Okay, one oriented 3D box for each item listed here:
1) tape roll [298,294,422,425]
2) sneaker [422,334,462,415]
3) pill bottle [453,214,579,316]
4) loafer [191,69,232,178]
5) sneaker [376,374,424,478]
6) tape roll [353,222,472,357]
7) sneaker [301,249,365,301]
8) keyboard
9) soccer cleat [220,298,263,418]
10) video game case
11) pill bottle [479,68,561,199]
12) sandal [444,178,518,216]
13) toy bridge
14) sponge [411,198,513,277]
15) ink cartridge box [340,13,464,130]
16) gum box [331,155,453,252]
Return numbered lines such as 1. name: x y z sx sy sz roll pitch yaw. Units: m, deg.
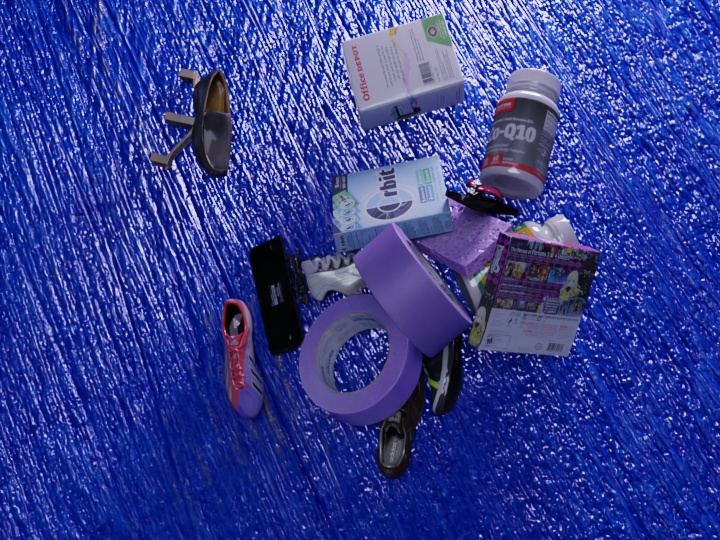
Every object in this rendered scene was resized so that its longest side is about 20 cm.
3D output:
1. tape roll: -0.001 0.144 1.313 0.196 0.066 0.204 -13 59 22
2. sneaker: 0.124 0.140 1.346 0.081 0.072 0.204 -1 70 23
3. pill bottle: 0.259 -0.012 1.339 0.197 0.113 0.114 -25 73 0
4. loafer: -0.269 -0.271 1.479 0.072 0.072 0.204 -2 73 -31
5. sneaker: 0.066 0.235 1.313 0.069 0.076 0.204 4 76 8
6. tape roll: 0.081 0.030 1.251 0.085 0.200 0.201 -39 74 9
7. sneaker: 0.000 0.000 1.394 0.196 0.075 0.083 -11 93 1
8. keyboard: -0.131 0.041 1.418 0.103 0.039 0.204 -21 73 25
9. soccer cleat: -0.206 0.148 1.366 0.065 0.077 0.204 -9 74 4
10. video game case: 0.275 0.042 1.268 0.197 0.036 0.185 6 105 -31
11. pill bottle: 0.281 -0.237 1.397 0.112 0.114 0.204 13 76 10
12. sandal: 0.205 -0.125 1.338 0.075 0.198 0.046 31 107 33
13. toy bridge: -0.337 -0.282 1.523 0.066 0.027 0.204 12 75 8
14. sponge: 0.150 -0.065 1.345 0.111 0.030 0.199 -40 40 -16
15. ink cartridge box: 0.076 -0.360 1.469 0.196 0.084 0.148 -15 73 2
16. gum box: 0.050 -0.116 1.379 0.196 0.045 0.172 -10 40 5
